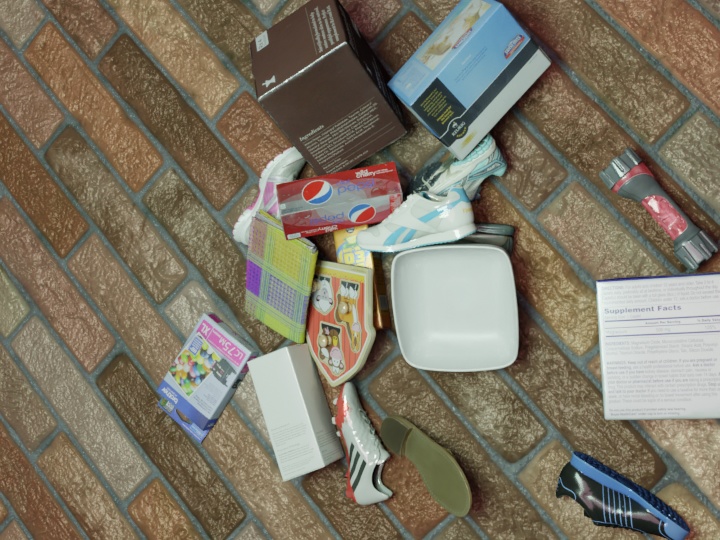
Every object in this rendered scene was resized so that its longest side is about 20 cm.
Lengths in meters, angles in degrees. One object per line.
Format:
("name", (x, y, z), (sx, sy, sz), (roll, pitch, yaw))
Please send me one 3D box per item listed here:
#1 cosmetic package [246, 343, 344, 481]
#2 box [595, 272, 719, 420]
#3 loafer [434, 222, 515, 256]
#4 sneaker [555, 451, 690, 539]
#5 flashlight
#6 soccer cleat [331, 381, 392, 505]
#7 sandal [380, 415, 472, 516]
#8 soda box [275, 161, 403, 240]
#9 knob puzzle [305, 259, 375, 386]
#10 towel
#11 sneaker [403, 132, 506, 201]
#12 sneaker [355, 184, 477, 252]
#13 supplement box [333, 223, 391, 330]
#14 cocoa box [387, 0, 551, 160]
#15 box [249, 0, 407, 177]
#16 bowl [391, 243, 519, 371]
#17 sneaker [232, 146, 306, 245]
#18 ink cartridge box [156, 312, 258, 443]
("cosmetic package", (-0.105, 0.231, 1.451), (0.083, 0.107, 0.204), (-22, 80, 17))
("box", (0.442, 0.110, 1.274), (0.180, 0.105, 0.205), (-4, 88, 18))
("loafer", (0.147, -0.047, 1.398), (0.195, 0.072, 0.065), (4, 95, 16))
("sneaker", (0.388, 0.356, 1.307), (0.198, 0.070, 0.079), (31, 102, 23))
("flashlight", (0.443, -0.088, 1.300), (0.067, 0.068, 0.201), (-39, 76, 12))
("soccer cleat", (0.007, 0.283, 1.431), (0.083, 0.068, 0.205), (-6, 91, 23))
("sandal", (0.123, 0.301, 1.397), (0.211, 0.069, 0.079), (38, 117, 38))
("soda box", (-0.032, -0.110, 1.386), (0.195, 0.064, 0.071), (-11, 53, -2))
("knob puzzle", (-0.047, 0.090, 1.423), (0.217, 0.030, 0.225), (7, 99, 51))
("towel", (-0.134, 0.013, 1.458), (0.142, 0.023, 0.204), (29, 127, 27))
("sneaker", (0.148, -0.133, 1.395), (0.199, 0.078, 0.086), (-35, 117, 29))
("sneaker", (0.081, -0.076, 1.344), (0.196, 0.076, 0.083), (-11, 95, 24))
("supplement box", (0.000, 0.000, 1.445), (0.065, 0.069, 0.205), (-10, 83, 15))
("cocoa box", (0.162, -0.301, 1.336), (0.131, 0.134, 0.200), (39, 100, -28))
("box", (-0.051, -0.287, 1.373), (0.162, 0.200, 0.168), (-28, 44, 15))
("bowl", (0.152, 0.052, 1.370), (0.195, 0.075, 0.204), (-2, 105, 18))
("sneaker", (-0.134, -0.116, 1.491), (0.087, 0.081, 0.202), (34, 107, 15))
("ink cartridge box", (-0.279, 0.192, 1.546), (0.118, 0.042, 0.202), (35, 101, 17))
